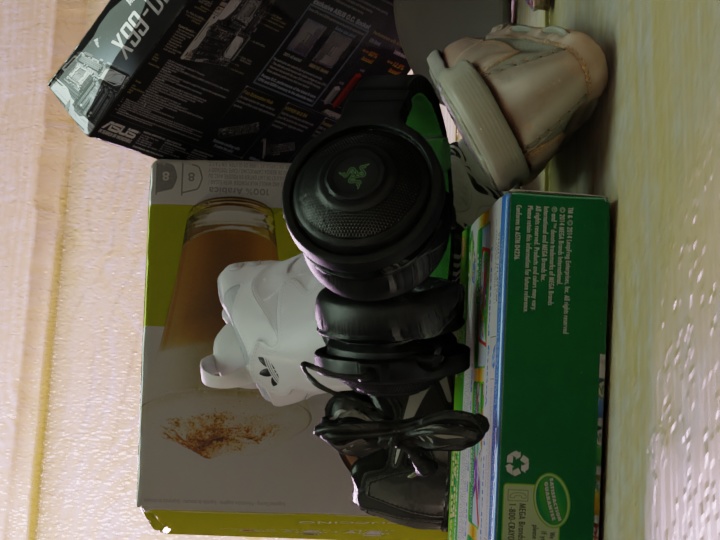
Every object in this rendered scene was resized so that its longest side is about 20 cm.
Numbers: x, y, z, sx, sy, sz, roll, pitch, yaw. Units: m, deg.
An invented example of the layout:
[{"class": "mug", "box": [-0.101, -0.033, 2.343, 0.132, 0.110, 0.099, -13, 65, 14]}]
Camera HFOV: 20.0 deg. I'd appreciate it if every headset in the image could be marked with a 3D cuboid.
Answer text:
[{"class": "headset", "box": [0.021, 0.003, 0.826, 0.201, 0.093, 0.124, -70, -25, -50]}]

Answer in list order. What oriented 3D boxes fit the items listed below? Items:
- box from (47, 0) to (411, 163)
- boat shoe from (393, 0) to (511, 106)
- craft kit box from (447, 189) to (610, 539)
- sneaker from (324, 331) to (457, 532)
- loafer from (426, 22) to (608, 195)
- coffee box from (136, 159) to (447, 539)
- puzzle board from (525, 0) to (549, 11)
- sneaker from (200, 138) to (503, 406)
[{"class": "box", "box": [-0.058, -0.127, 1.168, 0.158, 0.199, 0.050, -52, 56, 16]}, {"class": "boat shoe", "box": [0.060, -0.195, 1.153, 0.064, 0.070, 0.202, -27, -63, -54]}, {"class": "craft kit box", "box": [0.065, 0.076, 0.842, 0.198, 0.048, 0.202, 155, 118, -85]}, {"class": "sneaker", "box": [0.031, 0.050, 1.045, 0.071, 0.097, 0.202, 92, 180, -48]}, {"class": "loafer", "box": [0.070, -0.073, 0.865, 0.072, 0.063, 0.200, 60, -176, -6]}, {"class": "coffee box", "box": [-0.027, 0.057, 1.211, 0.200, 0.198, 0.200, 107, 165, -78]}, {"class": "puzzle board", "box": [0.086, -0.239, 1.014, 0.151, 0.017, 0.202, -96, 10, -75]}, {"class": "sneaker", "box": [0.000, 0.000, 1.002, 0.076, 0.114, 0.200, 66, -147, -20]}]
